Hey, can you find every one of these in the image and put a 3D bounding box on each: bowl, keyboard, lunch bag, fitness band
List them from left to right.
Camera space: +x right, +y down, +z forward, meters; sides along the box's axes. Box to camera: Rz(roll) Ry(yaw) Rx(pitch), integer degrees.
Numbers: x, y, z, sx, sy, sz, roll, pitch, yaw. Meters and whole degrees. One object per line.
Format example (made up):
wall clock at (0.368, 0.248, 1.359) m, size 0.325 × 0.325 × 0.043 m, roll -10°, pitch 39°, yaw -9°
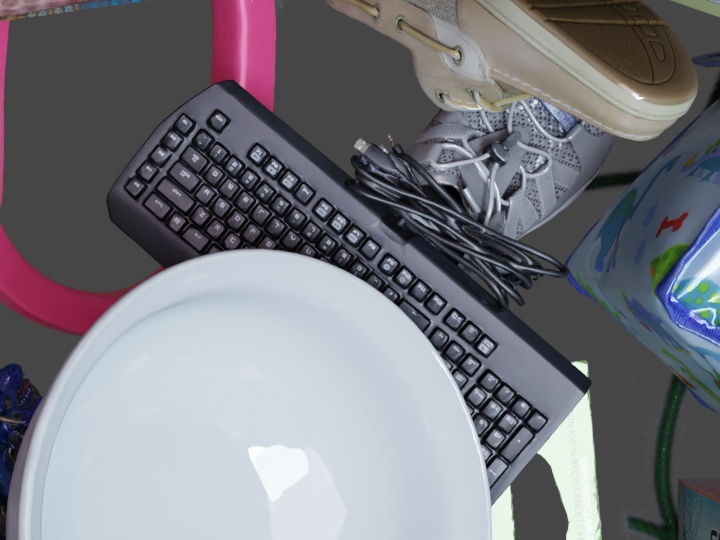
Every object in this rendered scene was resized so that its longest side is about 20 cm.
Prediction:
fitness band at (-0.103, -0.072, 0.897) m, size 0.143 × 0.037 × 0.201 m, roll 2°, pitch 94°, yaw -34°
bowl at (-0.055, 0.097, 0.813) m, size 0.200 × 0.090 × 0.202 m, roll 5°, pitch 81°, yaw -35°
keyboard at (0.000, 0.000, 0.856) m, size 0.200 × 0.040 × 0.104 m, roll 39°, pitch 93°, yaw 1°
lunch bag at (0.193, -0.039, 0.885) m, size 0.127 × 0.170 × 0.200 m, roll 43°, pitch 88°, yaw -9°

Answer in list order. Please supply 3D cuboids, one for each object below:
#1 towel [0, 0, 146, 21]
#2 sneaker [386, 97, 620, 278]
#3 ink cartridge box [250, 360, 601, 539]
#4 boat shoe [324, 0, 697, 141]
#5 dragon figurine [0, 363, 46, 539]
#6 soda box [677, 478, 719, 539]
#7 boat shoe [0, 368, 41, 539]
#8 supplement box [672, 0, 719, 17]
towel at (-0.144, -0.196, 0.844) m, size 0.146 × 0.022 × 0.201 m, roll -9°, pitch 82°, yaw -5°
sneaker at (0.054, -0.036, 0.916) m, size 0.075 × 0.082 × 0.200 m, roll 42°, pitch 88°, yaw -5°
ink cartridge box at (0.009, 0.118, 0.920) m, size 0.199 × 0.076 × 0.149 m, roll -5°, pitch 92°, yaw -4°
boat shoe at (0.054, -0.096, 0.876) m, size 0.072 × 0.200 × 0.065 m, roll -8°, pitch 125°, yaw -42°
dragon figurine at (-0.153, 0.134, 0.861) m, size 0.099 × 0.059 × 0.200 m, roll 37°, pitch 82°, yaw -43°
soda box at (0.184, 0.125, 0.874) m, size 0.068 × 0.200 × 0.064 m, roll 0°, pitch 92°, yaw -7°
boat shoe at (-0.193, 0.132, 0.911) m, size 0.067 × 0.057 × 0.201 m, roll 27°, pitch 89°, yaw -6°
supplement box at (0.171, -0.208, 0.823) m, size 0.200 × 0.200 × 0.134 m, roll -46°, pitch 133°, yaw -15°
